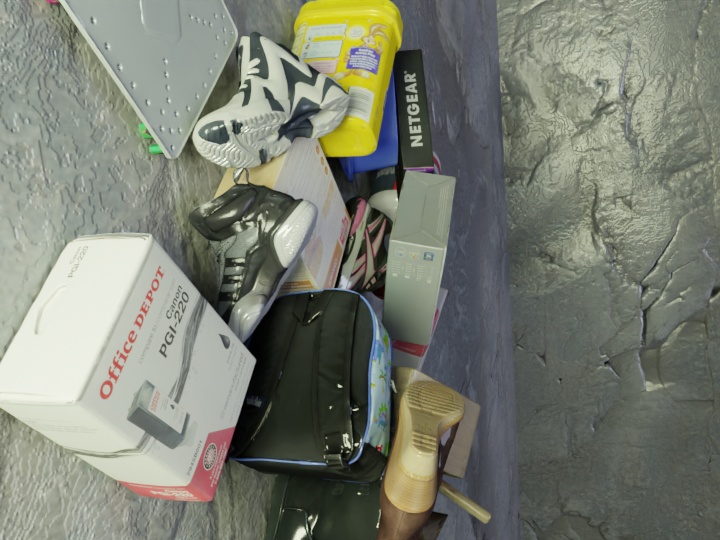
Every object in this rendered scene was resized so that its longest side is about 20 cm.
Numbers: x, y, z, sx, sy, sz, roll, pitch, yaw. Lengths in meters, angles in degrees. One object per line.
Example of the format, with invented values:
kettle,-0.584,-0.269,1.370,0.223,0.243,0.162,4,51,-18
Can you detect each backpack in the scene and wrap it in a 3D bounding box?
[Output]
backpack,-0.047,0.133,0.764,0.147,0.182,0.201,52,40,-57

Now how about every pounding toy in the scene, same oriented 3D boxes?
pounding toy,0.063,0.223,0.883,0.200,0.183,0.143,33,67,-39

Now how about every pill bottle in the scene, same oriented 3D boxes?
pill bottle,0.073,-0.123,1.186,0.120,0.119,0.201,65,30,-47

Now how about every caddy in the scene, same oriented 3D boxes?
caddy,-0.003,-0.237,1.020,0.141,0.104,0.202,-115,-159,-81

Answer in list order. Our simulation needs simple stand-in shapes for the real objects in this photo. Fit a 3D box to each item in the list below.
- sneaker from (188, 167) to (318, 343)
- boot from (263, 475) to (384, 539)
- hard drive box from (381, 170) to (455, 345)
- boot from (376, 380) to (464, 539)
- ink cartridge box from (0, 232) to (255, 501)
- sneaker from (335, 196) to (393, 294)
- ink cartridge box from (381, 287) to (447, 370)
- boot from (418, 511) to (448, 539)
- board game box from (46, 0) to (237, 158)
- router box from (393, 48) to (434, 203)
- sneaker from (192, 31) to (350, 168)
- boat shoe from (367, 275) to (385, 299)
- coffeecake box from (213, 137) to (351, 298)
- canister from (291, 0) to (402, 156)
sneaker,-0.135,-0.007,0.692,0.201,0.113,0.075,-58,180,8
boot,-0.035,0.336,0.812,0.073,0.161,0.200,44,48,-60
hard drive box,0.084,-0.016,0.971,0.156,0.076,0.201,-74,171,-45
boot,0.055,0.226,0.735,0.200,0.072,0.167,-45,151,-69
ink cartridge box,-0.179,0.086,0.552,0.200,0.084,0.146,61,34,-48
sneaker,0.000,0.000,0.956,0.086,0.080,0.201,21,84,-22
ink cartridge box,0.070,0.133,1.126,0.147,0.082,0.201,-58,165,-56
boot,0.036,0.351,0.946,0.186,0.199,0.065,33,58,-65
board game box,-0.193,-0.241,0.611,0.200,0.026,0.201,65,32,-48
router box,0.078,-0.220,1.054,0.149,0.051,0.202,89,-3,-74
sneaker,-0.119,-0.191,0.716,0.199,0.130,0.080,-32,159,-34
boat shoe,0.006,-0.002,1.073,0.200,0.071,0.063,56,47,-51
coffeecake box,-0.085,-0.073,0.824,0.201,0.073,0.154,66,28,-46
canister,-0.031,-0.253,0.879,0.087,0.147,0.201,61,36,-60
